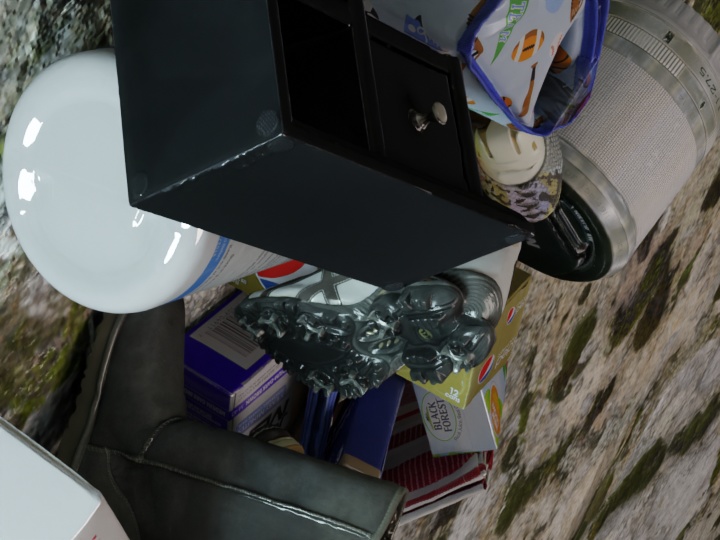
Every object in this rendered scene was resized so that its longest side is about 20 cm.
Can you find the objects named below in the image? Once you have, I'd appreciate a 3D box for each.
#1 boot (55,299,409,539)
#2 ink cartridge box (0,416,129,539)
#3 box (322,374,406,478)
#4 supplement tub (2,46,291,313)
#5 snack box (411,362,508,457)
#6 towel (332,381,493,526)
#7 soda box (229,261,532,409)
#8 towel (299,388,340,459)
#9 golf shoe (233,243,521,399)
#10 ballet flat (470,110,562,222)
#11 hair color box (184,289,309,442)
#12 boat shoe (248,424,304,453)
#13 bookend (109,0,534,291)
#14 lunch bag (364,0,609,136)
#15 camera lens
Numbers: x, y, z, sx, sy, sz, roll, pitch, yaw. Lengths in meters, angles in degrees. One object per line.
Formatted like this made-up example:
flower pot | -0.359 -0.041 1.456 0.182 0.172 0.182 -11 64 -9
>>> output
boot | -0.068 0.103 1.071 0.073 0.199 0.183 34 71 -69
ink cartridge box | -0.206 0.175 0.963 0.147 0.144 0.200 -51 156 -20
box | -0.008 0.125 1.260 0.122 0.032 0.200 -62 -177 29
supplement tub | -0.080 -0.059 0.976 0.200 0.131 0.133 -19 133 -58
snack box | 0.057 0.005 1.276 0.143 0.053 0.201 -73 151 -57
towel | 0.032 0.126 1.356 0.143 0.023 0.200 -25 -160 16
soda box | 0.000 0.000 1.117 0.064 0.199 0.068 -42 151 -45
towel | -0.004 0.032 1.273 0.200 0.024 0.146 -66 169 -62
golf shoe | 0.013 0.015 1.034 0.078 0.199 0.095 52 55 -28
ballet flat | 0.095 -0.119 1.278 0.072 0.072 0.202 -34 119 -46
hair color box | -0.085 0.115 1.255 0.109 0.065 0.201 -40 151 -42
boat shoe | -0.115 0.158 1.173 0.200 0.065 0.073 -46 154 23
bookend | -0.021 -0.113 0.887 0.199 0.092 0.200 20 56 -50
lunch bag | 0.047 -0.166 1.068 0.124 0.170 0.200 -56 156 -4
camera lens | 0.178 -0.104 1.424 0.200 0.159 0.160 -51 155 -23
